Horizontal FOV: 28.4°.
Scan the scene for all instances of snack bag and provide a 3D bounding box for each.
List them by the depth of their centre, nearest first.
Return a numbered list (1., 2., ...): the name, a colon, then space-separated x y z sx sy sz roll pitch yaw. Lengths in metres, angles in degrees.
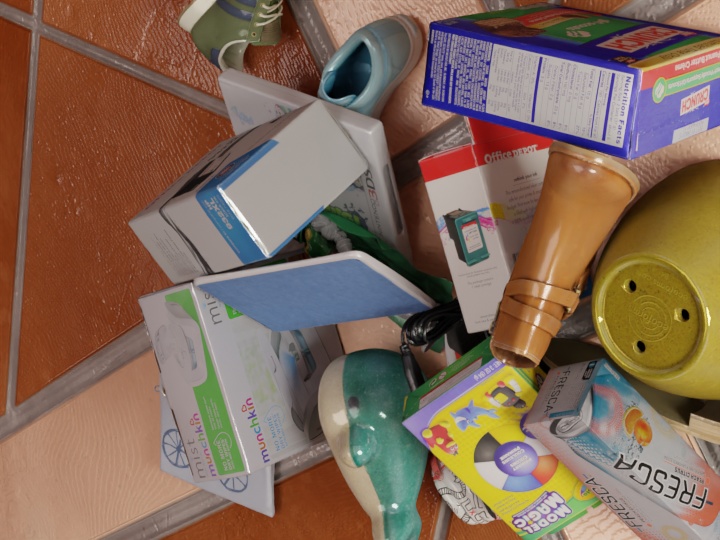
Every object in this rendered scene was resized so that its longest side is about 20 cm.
1. snack bag: -0.167 0.168 1.645 0.188 0.021 0.200 15 112 37

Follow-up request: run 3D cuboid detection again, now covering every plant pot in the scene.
1. plant pot: 0.264 0.020 1.141 0.200 0.142 0.200 13 110 39

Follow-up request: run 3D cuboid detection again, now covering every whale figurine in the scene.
1. whale figurine: 0.032 0.173 1.395 0.104 0.159 0.200 -18 78 17

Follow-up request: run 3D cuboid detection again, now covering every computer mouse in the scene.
1. computer mouse: 0.119 0.111 1.294 0.046 0.140 0.200 -22 88 67

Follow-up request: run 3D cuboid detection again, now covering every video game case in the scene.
1. video game case: -0.044 -0.099 1.405 0.200 0.024 0.182 24 145 34

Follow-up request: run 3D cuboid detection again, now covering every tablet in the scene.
1. tablet: -0.044 0.020 1.331 0.200 0.130 0.014 -10 61 36

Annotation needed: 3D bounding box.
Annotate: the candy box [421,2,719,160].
1. candy box: 0.179 -0.159 1.146 0.200 0.169 0.077 20 117 35

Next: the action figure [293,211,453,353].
1. action figure: 0.000 0.000 1.396 0.200 0.055 0.118 35 144 22

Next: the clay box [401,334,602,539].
1. clay box: 0.145 0.157 1.255 0.115 0.048 0.200 -38 108 24

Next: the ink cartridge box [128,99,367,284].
1. ink cartridge box: -0.110 -0.071 1.351 0.084 0.145 0.200 53 150 -15

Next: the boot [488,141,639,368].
1. boot: 0.152 -0.005 1.111 0.074 0.200 0.155 24 77 14

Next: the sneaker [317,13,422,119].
1. sneaker: -0.020 -0.166 1.377 0.074 0.082 0.200 48 130 22

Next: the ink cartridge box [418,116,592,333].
1. ink cartridge box: 0.125 -0.057 1.259 0.067 0.116 0.200 -15 92 44

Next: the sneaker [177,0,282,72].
1. sneaker: -0.101 -0.272 1.436 0.200 0.067 0.090 -37 85 41

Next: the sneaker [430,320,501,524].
1. sneaker: 0.101 0.149 1.373 0.108 0.067 0.202 -26 87 40

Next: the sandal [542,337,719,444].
1. sandal: 0.243 0.128 1.238 0.211 0.078 0.070 20 116 29

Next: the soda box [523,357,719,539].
1. soda box: 0.231 0.162 1.195 0.200 0.064 0.068 43 146 -21

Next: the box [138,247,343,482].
1. box: -0.113 0.095 1.471 0.097 0.176 0.200 -15 91 43
